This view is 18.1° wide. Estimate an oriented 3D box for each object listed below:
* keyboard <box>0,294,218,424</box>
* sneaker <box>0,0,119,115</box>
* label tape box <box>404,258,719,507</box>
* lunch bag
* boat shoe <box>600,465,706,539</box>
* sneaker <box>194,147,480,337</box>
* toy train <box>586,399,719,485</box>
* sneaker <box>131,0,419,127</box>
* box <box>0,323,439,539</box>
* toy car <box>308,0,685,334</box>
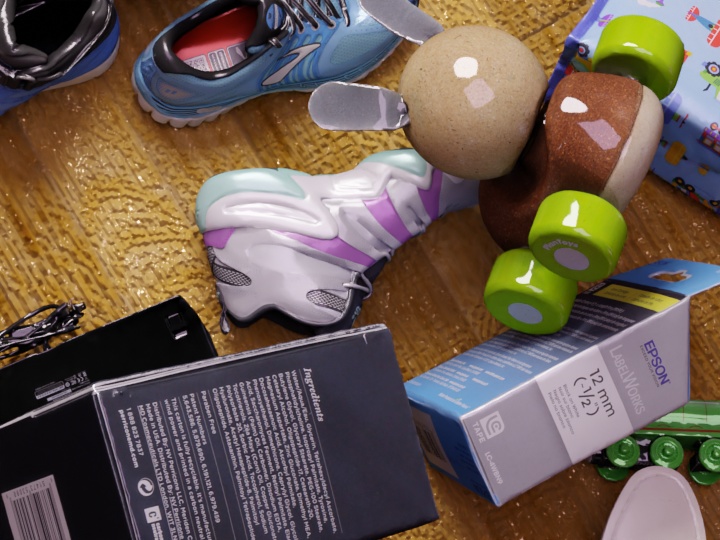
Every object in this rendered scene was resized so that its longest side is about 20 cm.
[{"bbox_3d":[-0.191,0.069,1.427,0.199,0.040,0.105,-22,104,-12],"label":"keyboard"},{"bbox_3d":[-0.244,-0.129,1.417,0.199,0.111,0.077,-23,81,-11],"label":"sneaker"},{"bbox_3d":[0.136,0.063,1.395,0.199,0.143,0.066,-25,100,-11],"label":"label tape box"},{"bbox_3d":[0.237,-0.164,1.499,0.150,0.094,0.200,33,67,4],"label":"lunch bag"},{"bbox_3d":[0.172,0.224,1.411,0.072,0.060,0.203,8,77,-6],"label":"boat shoe"},{"bbox_3d":[0.000,0.000,1.441,0.199,0.078,0.141,-8,83,-4],"label":"sneaker"},{"bbox_3d":[0.243,0.108,1.457,0.199,0.042,0.057,4,67,-6],"label":"toy train"},{"bbox_3d":[-0.049,-0.152,1.455,0.199,0.090,0.079,-25,81,-12],"label":"sneaker"},{"bbox_3d":[-0.098,0.122,1.297,0.196,0.200,0.125,-13,84,-35],"label":"box"},{"bbox_3d":[0.071,-0.088,1.366,0.199,0.158,0.165,25,60,-5],"label":"toy car"}]
